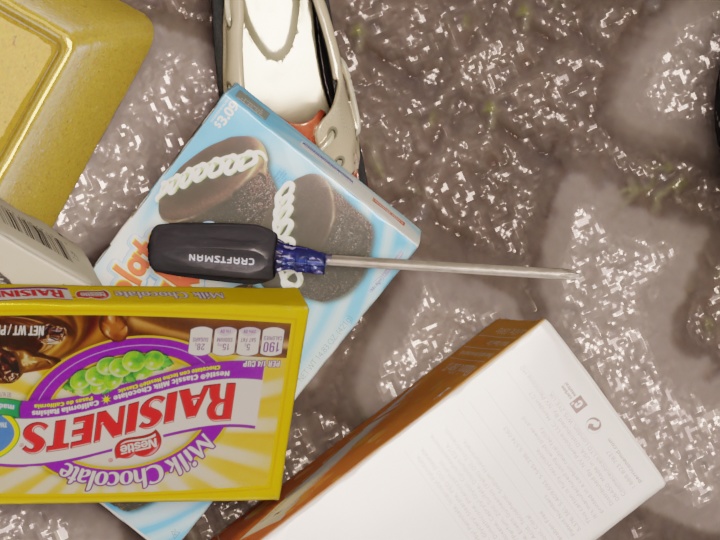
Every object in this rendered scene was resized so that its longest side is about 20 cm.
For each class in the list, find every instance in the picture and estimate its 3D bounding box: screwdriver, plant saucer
[{"bbox_3d":[0.000,0.000,0.999,0.198,0.028,0.029,8,76,6],"label":"screwdriver"},{"bbox_3d":[-0.229,-0.083,1.055,0.199,0.048,0.201,29,86,-5],"label":"plant saucer"}]

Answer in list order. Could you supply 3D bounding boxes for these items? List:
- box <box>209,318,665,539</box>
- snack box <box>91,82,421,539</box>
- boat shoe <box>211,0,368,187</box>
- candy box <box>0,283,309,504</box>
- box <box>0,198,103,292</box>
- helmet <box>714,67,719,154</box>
[{"bbox_3d":[0.028,0.120,1.045,0.199,0.124,0.098,-37,93,-6],"label":"box"},{"bbox_3d":[-0.076,0.025,1.048,0.116,0.037,0.200,37,104,-4],"label":"snack box"},{"bbox_3d":[-0.033,-0.077,1.071,0.071,0.063,0.202,-10,92,-9],"label":"boat shoe"},{"bbox_3d":[-0.125,0.057,0.989,0.198,0.026,0.103,1,115,-20],"label":"candy box"},{"bbox_3d":[-0.208,0.062,1.015,0.082,0.068,0.201,30,99,-29],"label":"box"},{"bbox_3d":[0.262,-0.077,1.036,0.199,0.200,0.192,31,82,-6],"label":"helmet"}]
